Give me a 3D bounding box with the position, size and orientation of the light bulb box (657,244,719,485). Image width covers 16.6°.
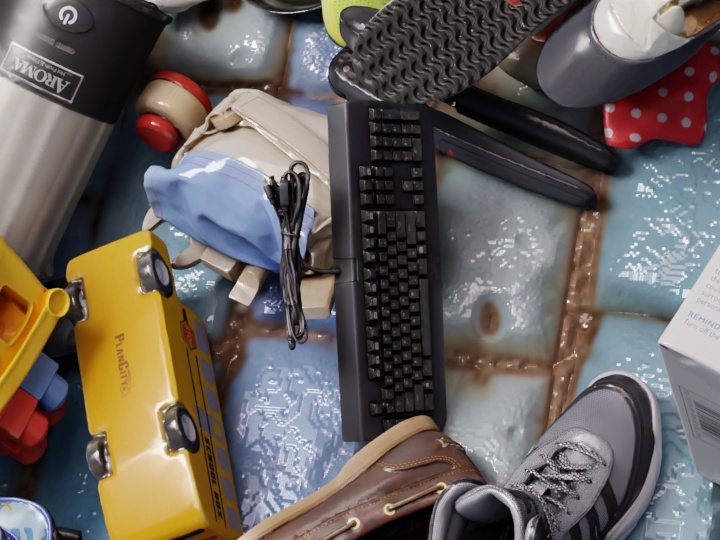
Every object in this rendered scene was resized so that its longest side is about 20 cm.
[{"bbox_3d":[0.274,0.023,1.342,0.124,0.198,0.200,28,73,24],"label":"light bulb box"}]

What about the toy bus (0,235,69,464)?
[{"bbox_3d":[-0.262,0.067,1.451,0.135,0.192,0.200,-6,47,52],"label":"toy bus"}]

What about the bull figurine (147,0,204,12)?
[{"bbox_3d":[-0.160,-0.255,1.681,0.200,0.065,0.122,31,82,28],"label":"bull figurine"}]

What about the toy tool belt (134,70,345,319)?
[{"bbox_3d":[-0.078,-0.045,1.525,0.199,0.125,0.123,21,63,25],"label":"toy tool belt"}]

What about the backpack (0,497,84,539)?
[{"bbox_3d":[-0.261,0.232,1.426,0.182,0.147,0.201,0,67,19],"label":"backpack"}]

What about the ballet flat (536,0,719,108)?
[{"bbox_3d":[0.190,-0.164,1.437,0.199,0.073,0.073,-29,60,-8],"label":"ballet flat"}]

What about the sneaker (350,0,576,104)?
[{"bbox_3d":[0.088,-0.167,1.486,0.199,0.093,0.070,-35,90,22],"label":"sneaker"}]

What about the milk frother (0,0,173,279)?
[{"bbox_3d":[-0.228,-0.117,1.608,0.180,0.200,0.189,28,95,11],"label":"milk frother"}]

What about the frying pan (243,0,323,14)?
[{"bbox_3d":[-0.062,-0.236,1.665,0.190,0.031,0.115,37,79,32],"label":"frying pan"}]

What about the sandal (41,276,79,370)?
[{"bbox_3d":[-0.253,0.049,1.573,0.199,0.043,0.076,-24,60,4],"label":"sandal"}]

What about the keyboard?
[{"bbox_3d":[0.000,0.000,1.450,0.021,0.127,0.201,-7,86,54],"label":"keyboard"}]

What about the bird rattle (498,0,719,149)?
[{"bbox_3d":[0.152,-0.168,1.554,0.162,0.113,0.201,-6,75,27],"label":"bird rattle"}]

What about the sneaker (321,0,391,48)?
[{"bbox_3d":[0.046,-0.206,1.551,0.200,0.078,0.090,-47,34,27],"label":"sneaker"}]

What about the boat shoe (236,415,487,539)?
[{"bbox_3d":[-0.016,0.167,1.428,0.200,0.070,0.070,-39,56,-5],"label":"boat shoe"}]

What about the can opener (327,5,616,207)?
[{"bbox_3d":[0.065,-0.095,1.543,0.200,0.079,0.064,33,88,14],"label":"can opener"}]

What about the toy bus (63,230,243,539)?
[{"bbox_3d":[-0.126,0.080,1.496,0.065,0.078,0.201,-22,60,17],"label":"toy bus"}]

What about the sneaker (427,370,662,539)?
[{"bbox_3d":[0.103,0.130,1.386,0.075,0.114,0.200,26,74,26],"label":"sneaker"}]
